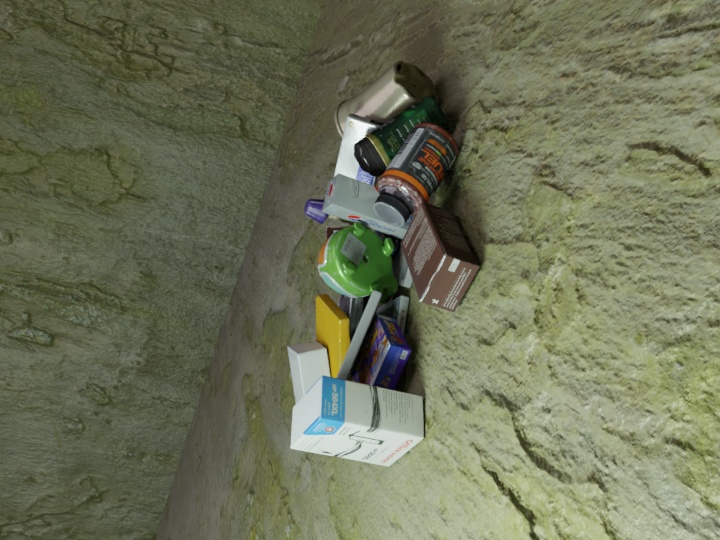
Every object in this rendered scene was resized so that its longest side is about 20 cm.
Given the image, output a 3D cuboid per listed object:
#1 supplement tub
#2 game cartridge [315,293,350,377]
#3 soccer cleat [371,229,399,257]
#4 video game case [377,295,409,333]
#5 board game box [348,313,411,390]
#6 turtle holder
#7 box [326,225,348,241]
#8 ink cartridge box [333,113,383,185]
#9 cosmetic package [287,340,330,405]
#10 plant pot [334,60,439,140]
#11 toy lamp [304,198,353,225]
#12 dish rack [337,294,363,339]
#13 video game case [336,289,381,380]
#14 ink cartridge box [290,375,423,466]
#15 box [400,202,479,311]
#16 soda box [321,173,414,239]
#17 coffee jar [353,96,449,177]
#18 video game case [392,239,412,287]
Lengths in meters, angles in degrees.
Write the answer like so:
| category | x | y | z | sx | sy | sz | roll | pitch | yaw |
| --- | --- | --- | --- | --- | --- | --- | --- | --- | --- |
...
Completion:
| category | x | y | z | sx | sy | sz | roll | pitch | yaw |
| --- | --- | --- | --- | --- | --- | --- | --- | --- | --- |
| supplement tub | 0.103 | -0.181 | 1.508 | 0.201 | 0.107 | 0.107 | -58 | 12 | -22 |
| game cartridge | -0.060 | 0.169 | 1.730 | 0.176 | 0.032 | 0.202 | -138 | 45 | -62 |
| soccer cleat | 0.044 | -0.096 | 1.710 | 0.201 | 0.064 | 0.084 | -94 | 25 | -48 |
| video game case | 0.038 | 0.160 | 1.620 | 0.200 | 0.023 | 0.184 | 147 | 137 | -63 |
| board game box | 0.026 | 0.204 | 1.506 | 0.135 | 0.044 | 0.202 | -116 | 45 | -66 |
| turtle holder | -0.003 | -0.011 | 1.597 | 0.131 | 0.184 | 0.143 | -19 | 68 | 50 |
| box | -0.028 | -0.047 | 1.772 | 0.200 | 0.099 | 0.076 | 103 | 166 | -79 |
| ink cartridge box | -0.003 | -0.238 | 1.727 | 0.037 | 0.094 | 0.202 | -60 | -13 | -63 |
| cosmetic package | -0.107 | 0.268 | 1.752 | 0.101 | 0.070 | 0.202 | -165 | 67 | -71 |
| plant pot | 0.073 | -0.362 | 1.760 | 0.183 | 0.199 | 0.202 | -41 | 34 | 39 |
| toy lamp | -0.032 | -0.118 | 1.793 | 0.058 | 0.198 | 0.059 | -162 | 90 | -73 |
| dish rack | -0.022 | 0.100 | 1.784 | 0.200 | 0.043 | 0.173 | 118 | 161 | -59 |
| video game case | -0.009 | 0.153 | 1.558 | 0.182 | 0.023 | 0.202 | 104 | -172 | -73 |
| ink cartridge box | -0.005 | 0.268 | 1.369 | 0.146 | 0.198 | 0.085 | 128 | 151 | -48 |
| box | 0.138 | -0.028 | 1.390 | 0.201 | 0.074 | 0.101 | -100 | 33 | -58 |
| soda box | 0.028 | -0.125 | 1.559 | 0.063 | 0.198 | 0.069 | 154 | 132 | -67 |
| coffee jar | 0.081 | -0.275 | 1.623 | 0.199 | 0.086 | 0.104 | -34 | 13 | -4 |
| video game case | 0.085 | -0.043 | 1.670 | 0.200 | 0.018 | 0.145 | -165 | 91 | -72 |
